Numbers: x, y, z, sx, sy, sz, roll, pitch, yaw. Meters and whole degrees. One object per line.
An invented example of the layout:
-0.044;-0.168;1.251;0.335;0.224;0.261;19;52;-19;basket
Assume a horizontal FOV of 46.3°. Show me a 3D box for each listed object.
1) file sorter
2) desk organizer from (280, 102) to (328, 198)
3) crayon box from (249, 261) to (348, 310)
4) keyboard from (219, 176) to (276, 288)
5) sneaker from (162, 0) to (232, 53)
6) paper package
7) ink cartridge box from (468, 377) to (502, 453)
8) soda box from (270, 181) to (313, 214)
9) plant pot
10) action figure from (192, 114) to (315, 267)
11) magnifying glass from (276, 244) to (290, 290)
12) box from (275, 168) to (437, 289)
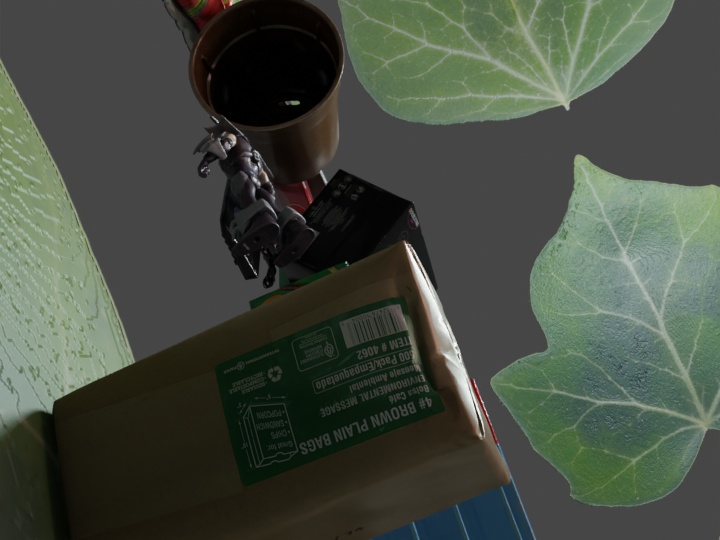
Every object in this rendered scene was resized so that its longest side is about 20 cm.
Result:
0.067;0.270;0.857;0.123;0.198;0.140;50;19;-64;file sorter
-0.117;-0.186;1.413;0.072;0.076;0.202;-83;148;-81;desk organizer
-0.036;0.082;0.972;0.201;0.118;0.059;61;8;-55;crayon box
-0.133;-0.040;1.005;0.128;0.020;0.200;61;8;-23;keyboard
-0.212;-0.362;1.109;0.201;0.084;0.078;63;6;-51;sneaker
-0.032;0.095;0.454;0.191;0.198;0.104;55;13;-67;paper package
0.056;0.201;1.001;0.067;0.198;0.117;60;9;-60;ink cartridge box
-0.083;-0.039;1.265;0.063;0.069;0.202;34;34;-82;soda box
-0.113;-0.227;1.145;0.199;0.198;0.202;80;-10;-68;plant pot
-0.126;-0.091;0.927;0.130;0.069;0.201;34;19;-45;action figure
-0.101;0.009;1.169;0.080;0.022;0.202;64;9;-52;magnifying glass
0.000;0.000;1.103;0.124;0.149;0.201;27;-22;30;box
